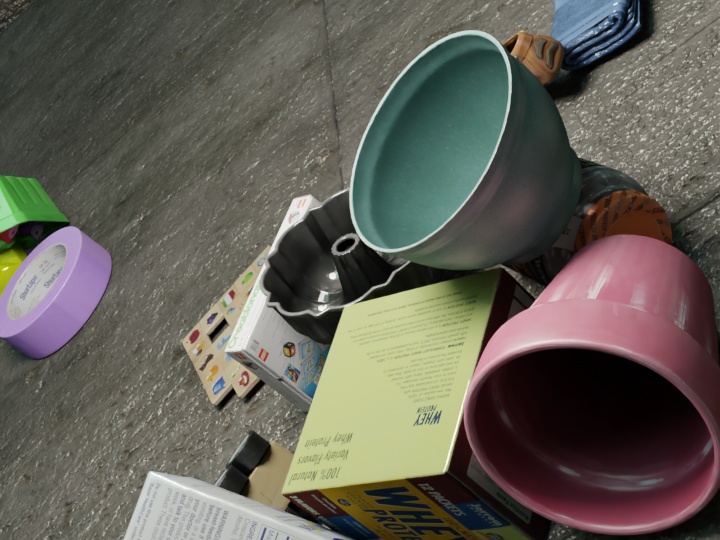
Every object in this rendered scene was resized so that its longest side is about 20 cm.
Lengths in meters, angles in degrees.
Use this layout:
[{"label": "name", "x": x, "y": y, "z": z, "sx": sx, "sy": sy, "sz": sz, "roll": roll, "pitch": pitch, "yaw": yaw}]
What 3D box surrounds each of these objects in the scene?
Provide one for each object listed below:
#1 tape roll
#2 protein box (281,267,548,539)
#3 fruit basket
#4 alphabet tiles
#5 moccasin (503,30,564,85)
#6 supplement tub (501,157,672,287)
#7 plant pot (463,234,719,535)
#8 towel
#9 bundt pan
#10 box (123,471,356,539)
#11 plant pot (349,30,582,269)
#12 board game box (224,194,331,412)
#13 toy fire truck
[{"label": "tape roll", "x": -0.470, "y": 0.033, "z": 2.052, "sx": 0.200, "sy": 0.066, "sz": 0.201, "roll": -33, "pitch": 34, "yaw": 27}, {"label": "protein box", "x": 0.067, "y": 0.133, "z": 1.194, "sx": 0.198, "sy": 0.135, "sz": 0.201, "roll": -16, "pitch": 45, "yaw": 43}, {"label": "fruit basket", "x": -0.564, "y": -0.039, "z": 2.174, "sx": 0.155, "sy": 0.216, "sz": 0.216, "roll": -23, "pitch": 37, "yaw": 9}, {"label": "alphabet tiles", "x": -0.137, "y": 0.071, "z": 1.630, "sx": 0.167, "sy": 0.008, "sz": 0.200, "roll": -47, "pitch": 31, "yaw": 4}, {"label": "moccasin", "x": 0.144, "y": -0.215, "z": 1.498, "sx": 0.201, "sy": 0.077, "sz": 0.074, "roll": -14, "pitch": 55, "yaw": 67}, {"label": "supplement tub", "x": 0.188, "y": -0.045, "z": 1.244, "sx": 0.123, "sy": 0.122, "sz": 0.200, "roll": -52, "pitch": 30, "yaw": -5}, {"label": "plant pot", "x": 0.199, "y": 0.074, "z": 1.056, "sx": 0.199, "sy": 0.200, "sz": 0.179, "roll": -22, "pitch": 26, "yaw": 38}, {"label": "towel", "x": 0.264, "y": -0.312, "z": 1.501, "sx": 0.111, "sy": 0.048, "sz": 0.201, "roll": -29, "pitch": 38, "yaw": 37}, {"label": "bundt pan", "x": 0.000, "y": 0.000, "z": 1.377, "sx": 0.201, "sy": 0.076, "sz": 0.203, "roll": -21, "pitch": 35, "yaw": 15}, {"label": "box", "x": -0.112, "y": 0.293, "z": 1.159, "sx": 0.199, "sy": 0.105, "sz": 0.185, "roll": 18, "pitch": 82, "yaw": 16}, {"label": "plant pot", "x": 0.103, "y": -0.083, "z": 1.151, "sx": 0.200, "sy": 0.134, "sz": 0.202, "roll": -34, "pitch": 43, "yaw": 38}, {"label": "board game box", "x": -0.058, "y": 0.036, "z": 1.465, "sx": 0.034, "sy": 0.126, "sz": 0.201, "roll": -9, "pitch": 49, "yaw": 46}, {"label": "toy fire truck", "x": -0.154, "y": 0.271, "z": 1.352, "sx": 0.200, "sy": 0.128, "sz": 0.176, "roll": -50, "pitch": 5, "yaw": 44}]
